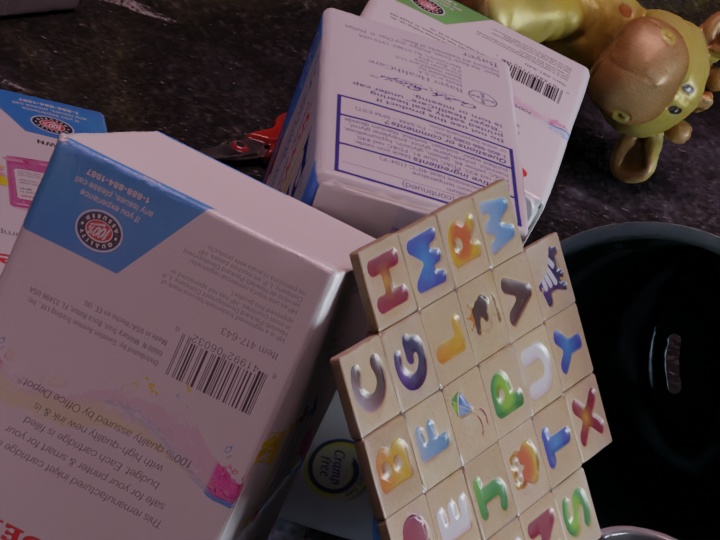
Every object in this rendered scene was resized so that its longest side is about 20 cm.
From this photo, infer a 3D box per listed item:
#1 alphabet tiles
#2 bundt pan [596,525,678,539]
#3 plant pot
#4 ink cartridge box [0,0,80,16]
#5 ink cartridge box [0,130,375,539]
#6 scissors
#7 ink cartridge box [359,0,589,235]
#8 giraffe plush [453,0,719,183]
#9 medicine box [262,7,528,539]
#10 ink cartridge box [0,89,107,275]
[{"bbox_3d":[0.051,0.056,1.047,0.006,0.167,0.200,-10,9,32],"label":"alphabet tiles"},{"bbox_3d":[0.130,0.198,1.071,0.202,0.076,0.202,16,26,-8],"label":"bundt pan"},{"bbox_3d":[0.177,0.066,1.247,0.200,0.200,0.196,32,20,20],"label":"plant pot"},{"bbox_3d":[-0.269,-0.189,1.544,0.095,0.037,0.200,38,28,28],"label":"ink cartridge box"},{"bbox_3d":[-0.091,0.058,1.056,0.128,0.200,0.125,27,10,9],"label":"ink cartridge box"},{"bbox_3d":[-0.068,-0.075,1.508,0.200,0.014,0.073,-1,37,-36],"label":"scissors"},{"bbox_3d":[0.045,-0.082,1.502,0.145,0.084,0.200,27,30,-1],"label":"ink cartridge box"},{"bbox_3d":[0.155,-0.146,1.652,0.162,0.173,0.200,40,36,10],"label":"giraffe plush"},{"bbox_3d":[0.000,0.000,1.225,0.103,0.182,0.200,17,26,-8],"label":"medicine box"},{"bbox_3d":[-0.190,-0.011,1.215,0.144,0.085,0.200,12,29,-19],"label":"ink cartridge box"}]
